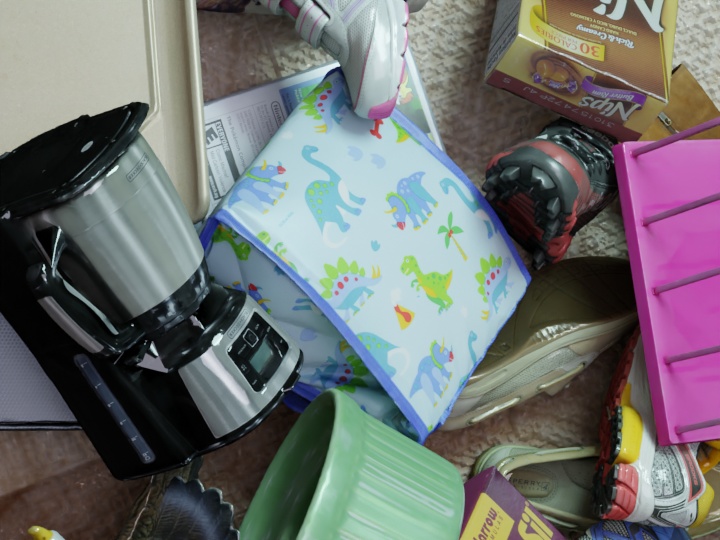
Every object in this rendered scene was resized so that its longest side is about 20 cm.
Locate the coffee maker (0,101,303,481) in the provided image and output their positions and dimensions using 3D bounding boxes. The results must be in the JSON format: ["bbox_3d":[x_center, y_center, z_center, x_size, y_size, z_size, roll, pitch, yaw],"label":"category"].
[{"bbox_3d":[-0.155,0.016,1.565,0.135,0.192,0.201,-42,113,-25],"label":"coffee maker"}]

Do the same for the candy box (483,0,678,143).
[{"bbox_3d":[0.157,-0.190,1.739,0.116,0.057,0.201,22,49,-13],"label":"candy box"}]

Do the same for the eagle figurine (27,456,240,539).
[{"bbox_3d":[-0.156,0.201,1.602,0.199,0.151,0.152,-29,67,-3],"label":"eagle figurine"}]

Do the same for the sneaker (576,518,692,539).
[{"bbox_3d":[0.204,0.240,1.662,0.078,0.076,0.200,-8,46,-35],"label":"sneaker"}]

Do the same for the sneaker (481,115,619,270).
[{"bbox_3d":[0.133,-0.065,1.696,0.071,0.200,0.098,41,85,9],"label":"sneaker"}]

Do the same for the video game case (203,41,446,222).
[{"bbox_3d":[-0.019,-0.038,1.747,0.181,0.022,0.201,-19,90,-16],"label":"video game case"}]

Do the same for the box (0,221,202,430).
[{"bbox_3d":[-0.183,0.005,1.675,0.156,0.051,0.202,1,87,-8],"label":"box"}]

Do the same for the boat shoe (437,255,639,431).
[{"bbox_3d":[0.124,0.051,1.761,0.199,0.065,0.072,-26,48,-30],"label":"boat shoe"}]

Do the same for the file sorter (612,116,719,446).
[{"bbox_3d":[0.270,0.001,1.653,0.138,0.125,0.202,-3,81,-33],"label":"file sorter"}]

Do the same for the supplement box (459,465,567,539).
[{"bbox_3d":[0.108,0.254,1.691,0.200,0.103,0.131,44,33,-9],"label":"supplement box"}]

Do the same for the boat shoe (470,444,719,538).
[{"bbox_3d":[0.179,0.152,1.766,0.199,0.063,0.074,8,84,-15],"label":"boat shoe"}]

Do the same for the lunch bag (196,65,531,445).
[{"bbox_3d":[0.000,0.000,1.652,0.200,0.127,0.170,38,53,-3],"label":"lunch bag"}]

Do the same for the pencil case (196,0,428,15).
[{"bbox_3d":[-0.041,-0.217,1.724,0.199,0.078,0.090,0,58,-16],"label":"pencil case"}]

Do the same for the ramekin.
[{"bbox_3d":[-0.016,0.183,1.563,0.097,0.200,0.201,25,80,-10],"label":"ramekin"}]

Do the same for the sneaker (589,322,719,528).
[{"bbox_3d":[0.207,0.107,1.730,0.082,0.078,0.201,17,39,-2],"label":"sneaker"}]

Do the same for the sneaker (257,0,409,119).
[{"bbox_3d":[-0.029,-0.183,1.634,0.088,0.081,0.201,-14,67,-16],"label":"sneaker"}]

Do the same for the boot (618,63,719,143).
[{"bbox_3d":[0.244,-0.024,1.770,0.200,0.068,0.188,47,58,-10],"label":"boot"}]

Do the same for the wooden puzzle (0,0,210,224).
[{"bbox_3d":[-0.202,-0.114,1.643,0.198,0.037,0.186,-4,83,-3],"label":"wooden puzzle"}]
